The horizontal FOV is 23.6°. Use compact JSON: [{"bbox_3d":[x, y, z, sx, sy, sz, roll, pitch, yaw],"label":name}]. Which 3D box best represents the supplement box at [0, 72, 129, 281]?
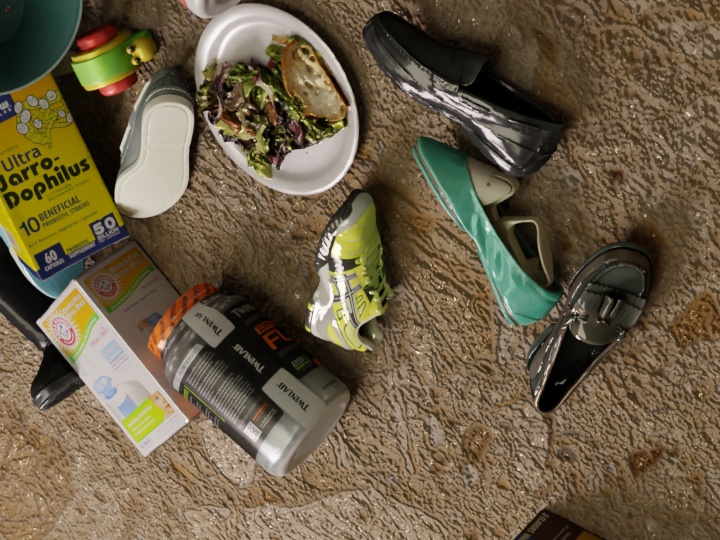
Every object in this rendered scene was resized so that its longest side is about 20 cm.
[{"bbox_3d":[-0.346,-0.107,1.832,0.110,0.109,0.200,27,143,64],"label":"supplement box"}]

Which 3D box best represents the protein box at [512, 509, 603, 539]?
[{"bbox_3d":[0.218,0.384,1.696,0.200,0.135,0.199,25,130,26],"label":"protein box"}]

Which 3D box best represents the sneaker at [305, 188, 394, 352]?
[{"bbox_3d":[0.000,0.000,1.684,0.076,0.075,0.200,26,142,15],"label":"sneaker"}]

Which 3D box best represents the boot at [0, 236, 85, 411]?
[{"bbox_3d":[-0.386,0.056,1.977,0.066,0.165,0.200,-40,88,18],"label":"boot"}]

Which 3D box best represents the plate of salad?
[{"bbox_3d":[-0.089,-0.160,1.663,0.200,0.048,0.200,21,129,28],"label":"plate of salad"}]

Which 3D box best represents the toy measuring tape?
[{"bbox_3d":[-0.287,-0.211,1.779,0.200,0.074,0.074,-6,113,42],"label":"toy measuring tape"}]

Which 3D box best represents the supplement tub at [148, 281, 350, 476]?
[{"bbox_3d":[-0.120,0.110,1.810,0.200,0.123,0.123,40,135,11],"label":"supplement tub"}]

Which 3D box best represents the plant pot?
[{"bbox_3d":[-0.390,-0.277,1.758,0.200,0.200,0.135,62,170,-11],"label":"plant pot"}]

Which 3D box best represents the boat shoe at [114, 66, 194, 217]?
[{"bbox_3d":[-0.213,-0.130,1.792,0.200,0.073,0.062,115,152,-50],"label":"boat shoe"}]

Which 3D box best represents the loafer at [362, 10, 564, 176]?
[{"bbox_3d":[0.091,-0.166,1.499,0.201,0.068,0.070,39,127,6],"label":"loafer"}]

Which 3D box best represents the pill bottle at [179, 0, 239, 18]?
[{"bbox_3d":[-0.181,-0.334,1.580,0.200,0.111,0.111,42,136,10],"label":"pill bottle"}]

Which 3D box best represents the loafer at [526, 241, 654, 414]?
[{"bbox_3d":[0.206,0.057,1.535,0.072,0.063,0.200,18,138,-8],"label":"loafer"}]

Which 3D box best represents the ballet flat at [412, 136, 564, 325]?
[{"bbox_3d":[0.124,-0.047,1.558,0.070,0.067,0.200,-28,98,22],"label":"ballet flat"}]

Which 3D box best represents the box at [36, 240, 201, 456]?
[{"bbox_3d":[-0.246,0.086,1.914,0.200,0.101,0.112,51,136,1],"label":"box"}]

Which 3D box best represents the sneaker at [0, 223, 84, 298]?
[{"bbox_3d":[-0.391,-0.064,1.959,0.131,0.080,0.200,21,141,59],"label":"sneaker"}]
